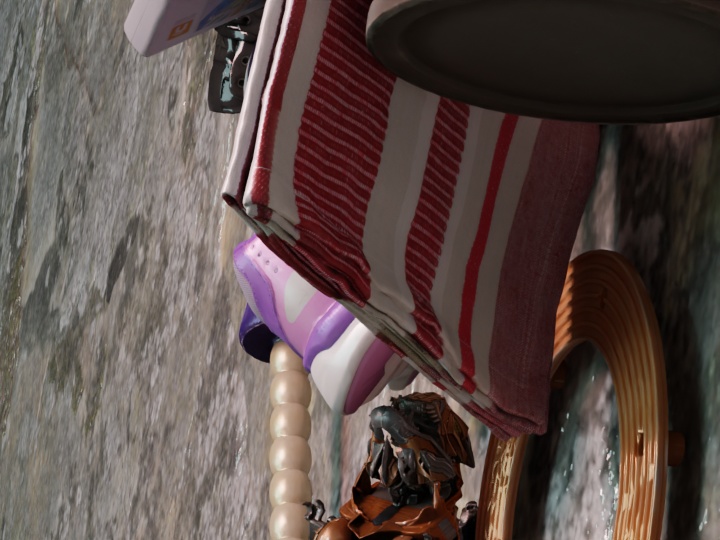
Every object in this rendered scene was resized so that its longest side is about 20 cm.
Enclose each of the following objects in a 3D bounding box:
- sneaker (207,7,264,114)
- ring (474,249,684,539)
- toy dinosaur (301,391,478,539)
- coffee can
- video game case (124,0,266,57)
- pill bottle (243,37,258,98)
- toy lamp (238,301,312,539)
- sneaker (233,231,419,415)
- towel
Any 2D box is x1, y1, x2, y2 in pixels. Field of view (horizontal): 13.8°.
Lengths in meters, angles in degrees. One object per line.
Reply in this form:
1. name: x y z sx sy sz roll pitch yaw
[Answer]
1. sneaker: -0.050 -0.121 1.473 0.105 0.199 0.060 -55 12 1
2. ring: 0.082 0.092 1.125 0.200 0.019 0.202 -172 90 -75
3. toy dinosaur: 0.009 0.155 1.207 0.102 0.135 0.201 -14 87 39
4. coffee can: 0.083 -0.167 1.025 0.146 0.145 0.201 144 134 -69
5. video game case: 0.002 -0.179 1.287 0.022 0.199 0.182 55 150 14
6. pill bottle: 0.012 -0.093 1.319 0.200 0.111 0.113 123 152 -58
7. toy lamp: -0.034 0.083 1.501 0.058 0.058 0.201 123 149 -57
8. sneaker: 0.000 0.000 1.234 0.081 0.088 0.200 -54 -9 10
9. towel: 0.025 -0.042 1.072 0.023 0.200 0.145 -5 62 33
